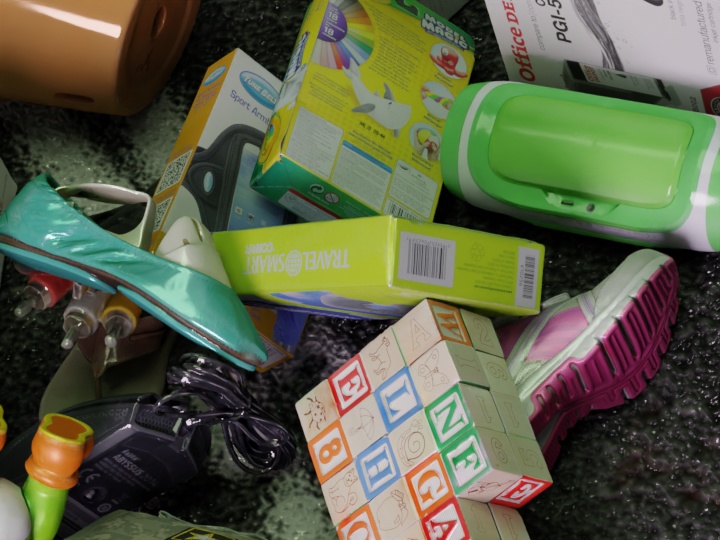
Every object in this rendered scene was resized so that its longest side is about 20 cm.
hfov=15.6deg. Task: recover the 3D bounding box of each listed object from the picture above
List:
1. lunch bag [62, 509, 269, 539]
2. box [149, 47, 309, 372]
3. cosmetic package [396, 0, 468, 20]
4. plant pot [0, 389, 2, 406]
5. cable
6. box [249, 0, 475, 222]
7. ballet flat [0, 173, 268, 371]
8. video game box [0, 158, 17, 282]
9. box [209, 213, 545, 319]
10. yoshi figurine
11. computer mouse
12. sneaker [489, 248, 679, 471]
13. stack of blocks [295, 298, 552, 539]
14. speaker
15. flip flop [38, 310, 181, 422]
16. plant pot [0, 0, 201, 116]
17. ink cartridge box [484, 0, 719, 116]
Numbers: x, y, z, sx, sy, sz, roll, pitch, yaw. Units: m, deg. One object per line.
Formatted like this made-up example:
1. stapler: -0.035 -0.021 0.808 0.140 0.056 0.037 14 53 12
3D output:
1. lunch bag: -0.107 0.219 1.482 0.163 0.118 0.200 9 48 25
2. box: -0.068 -0.049 1.694 0.041 0.119 0.201 -26 36 48
3. cosmetic package: 0.060 -0.262 1.859 0.200 0.081 0.113 -41 51 -19
4. plant pot: -0.295 0.070 1.608 0.186 0.200 0.188 -9 48 11
5. cable: -0.154 -0.017 1.691 0.097 0.051 0.200 20 33 17
6. box: 0.006 -0.108 1.718 0.117 0.048 0.201 31 49 -16
7. ballet flat: -0.131 -0.009 1.571 0.199 0.067 0.071 24 85 24
8. video game box: -0.340 0.011 1.777 0.199 0.047 0.183 -8 47 10
9. box: 0.000 0.000 1.579 0.199 0.121 0.048 -3 80 51
10. yoshi figurine: -0.223 0.173 1.529 0.112 0.112 0.201 24 102 32
11. computer mouse: -0.148 0.109 1.590 0.199 0.139 0.053 -26 55 9
12. sneaker: 0.110 0.051 1.576 0.200 0.082 0.088 -41 53 -19
13. stack of blocks: 0.047 0.133 1.484 0.115 0.058 0.201 -38 54 29
14. speaker: 0.154 -0.066 1.660 0.199 0.089 0.089 12 55 26
15. flip flop: -0.148 0.036 1.686 0.081 0.058 0.200 14 56 27
16. plant pot: -0.198 -0.196 1.823 0.139 0.200 0.201 22 59 12
17. ink cartridge box: 0.184 -0.172 1.699 0.199 0.147 0.083 15 58 29
